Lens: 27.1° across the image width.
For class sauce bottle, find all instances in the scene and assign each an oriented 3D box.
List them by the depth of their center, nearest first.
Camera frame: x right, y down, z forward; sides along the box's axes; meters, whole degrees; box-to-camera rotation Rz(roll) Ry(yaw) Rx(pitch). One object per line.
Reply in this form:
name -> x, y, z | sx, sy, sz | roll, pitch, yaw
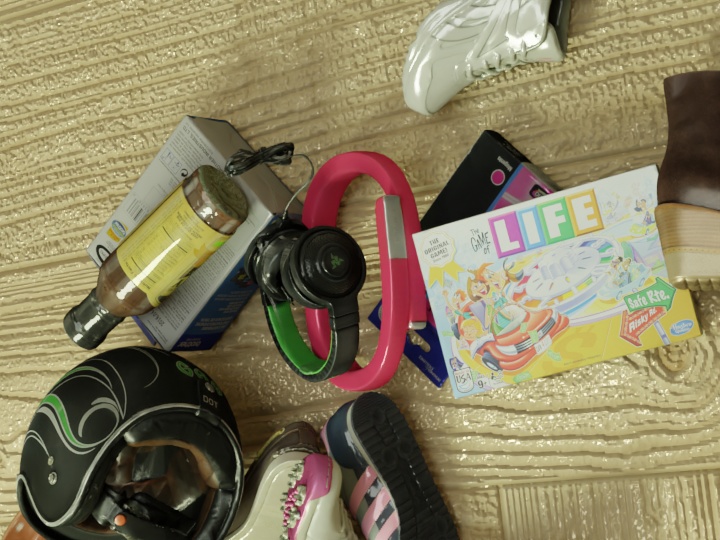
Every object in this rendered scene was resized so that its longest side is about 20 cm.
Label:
sauce bottle -> -0.181, -0.007, 1.289 | 0.200, 0.064, 0.065 | -41, 70, 24

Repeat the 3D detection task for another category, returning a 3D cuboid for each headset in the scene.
headset -> -0.059, -0.004, 1.229 | 0.123, 0.093, 0.203 | 13, 113, 56

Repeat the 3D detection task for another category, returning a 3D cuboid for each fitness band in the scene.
fitness band -> 0.000, 0.000, 1.256 | 0.143, 0.037, 0.203 | -11, 80, 57

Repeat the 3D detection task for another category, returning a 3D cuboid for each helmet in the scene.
helmet -> -0.202, 0.165, 1.297 | 0.190, 0.198, 0.203 | 22, 101, 60

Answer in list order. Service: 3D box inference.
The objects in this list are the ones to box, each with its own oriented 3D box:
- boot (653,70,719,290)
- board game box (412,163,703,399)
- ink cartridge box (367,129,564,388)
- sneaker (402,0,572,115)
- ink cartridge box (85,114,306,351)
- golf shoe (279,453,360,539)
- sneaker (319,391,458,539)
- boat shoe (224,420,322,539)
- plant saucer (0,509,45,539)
boot -> 0.315, -0.069, 1.086 | 0.197, 0.072, 0.169 | 1, 74, 12
board game box -> 0.152, 0.010, 1.163 | 0.198, 0.034, 0.136 | -16, 87, 15
ink cartridge box -> 0.084, -0.008, 1.238 | 0.095, 0.037, 0.201 | 43, 111, 24
sneaker -> 0.116, -0.191, 1.202 | 0.100, 0.078, 0.200 | 49, 112, 18
ink cartridge box -> -0.157, -0.021, 1.353 | 0.137, 0.076, 0.200 | 48, 109, 22
golf shoe -> -0.027, 0.225, 1.237 | 0.090, 0.076, 0.201 | 8, 133, -7
sneaker -> 0.025, 0.206, 1.259 | 0.082, 0.070, 0.202 | -31, 75, 51
boat shoe -> -0.086, 0.217, 1.311 | 0.060, 0.071, 0.201 | -94, 27, -53
plant saucer -> -0.259, 0.286, 1.394 | 0.198, 0.032, 0.203 | -12, 60, 22
